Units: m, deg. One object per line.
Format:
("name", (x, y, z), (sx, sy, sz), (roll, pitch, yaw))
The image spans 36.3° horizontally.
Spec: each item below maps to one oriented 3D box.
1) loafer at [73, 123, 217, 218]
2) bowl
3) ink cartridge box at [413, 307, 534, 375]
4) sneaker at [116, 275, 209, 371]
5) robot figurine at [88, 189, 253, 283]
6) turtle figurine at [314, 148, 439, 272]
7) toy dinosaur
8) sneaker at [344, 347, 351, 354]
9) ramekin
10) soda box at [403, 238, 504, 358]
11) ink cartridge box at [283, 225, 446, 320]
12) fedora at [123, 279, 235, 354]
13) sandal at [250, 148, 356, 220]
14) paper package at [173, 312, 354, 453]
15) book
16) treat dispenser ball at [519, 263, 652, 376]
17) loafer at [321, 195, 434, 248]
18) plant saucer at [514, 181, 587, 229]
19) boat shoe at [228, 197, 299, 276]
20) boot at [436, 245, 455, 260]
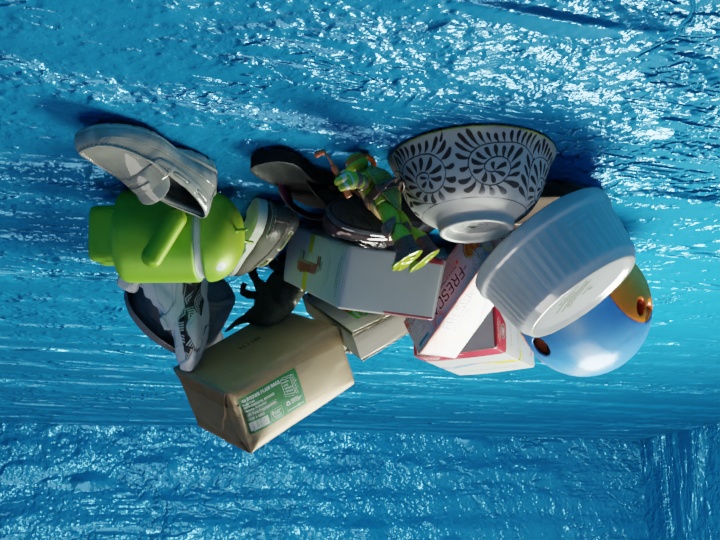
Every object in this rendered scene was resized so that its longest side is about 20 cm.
("loafer", (-0.233, -0.110, 1.222), (0.070, 0.070, 0.199), (-13, 160, 35))
("bowl", (0.135, -0.089, 1.295), (0.199, 0.095, 0.201), (-2, 165, -1))
("ink cartridge box", (0.187, 0.082, 1.801), (0.144, 0.147, 0.200), (-9, 162, 25))
("sneaker", (-0.276, 0.040, 1.548), (0.114, 0.202, 0.075), (2, -170, 8))
("robot figurine", (-0.235, -0.043, 1.367), (0.198, 0.117, 0.175), (0, 172, 1))
("turtle figurine", (0.028, -0.077, 1.269), (0.064, 0.162, 0.200), (-35, 166, 7))
("toy dinosaur", (-0.123, 0.031, 1.613), (0.200, 0.102, 0.077), (-39, 154, -3))
("sneaker", (0.002, 0.088, 1.719), (0.200, 0.088, 0.082), (-43, 159, -16))
("ramekin", (0.247, -0.002, 1.350), (0.201, 0.095, 0.203), (-30, 159, -13))
("soda box", (0.140, 0.027, 1.473), (0.068, 0.064, 0.201), (8, 129, -34))
("ink cartridge box", (0.000, 0.000, 1.471), (0.144, 0.084, 0.200), (7, -173, -26))
("fedora", (-0.258, 0.045, 1.662), (0.199, 0.178, 0.090), (22, 123, -43))
("sandal", (-0.067, -0.094, 1.337), (0.075, 0.048, 0.200), (-11, 162, 30))
("paper package", (-0.138, 0.152, 1.589), (0.199, 0.104, 0.190), (-30, -159, -27))
("book", (0.011, 0.052, 1.615), (0.133, 0.048, 0.200), (-26, -156, -16))
("treat dispenser ball", (0.329, 0.055, 1.621), (0.199, 0.203, 0.201), (-2, 164, 0))
("loafer", (0.024, -0.051, 1.376), (0.199, 0.072, 0.063), (-7, 138, -47))
("plant saucer", (0.233, -0.078, 1.459), (0.198, 0.032, 0.200), (-1, 163, 0))
("boat shoe", (-0.138, -0.037, 1.486), (0.060, 0.073, 0.202), (9, 158, -18))
("boot", (0.137, -0.021, 1.607), (0.131, 0.070, 0.200), (-9, 174, 15))
